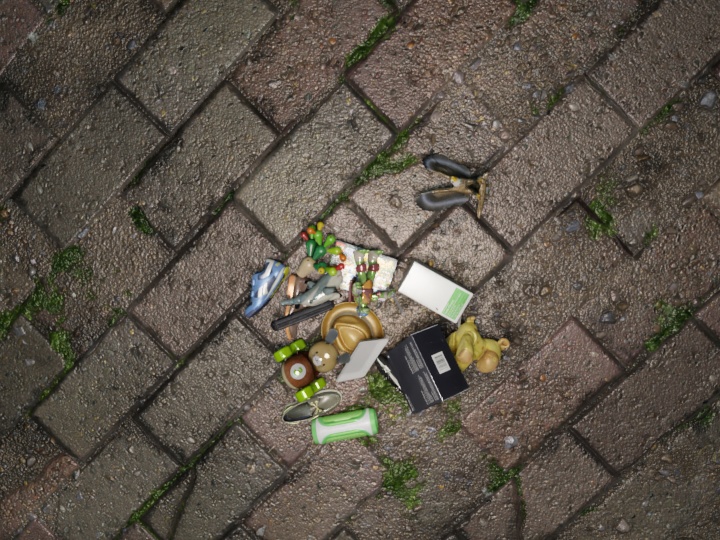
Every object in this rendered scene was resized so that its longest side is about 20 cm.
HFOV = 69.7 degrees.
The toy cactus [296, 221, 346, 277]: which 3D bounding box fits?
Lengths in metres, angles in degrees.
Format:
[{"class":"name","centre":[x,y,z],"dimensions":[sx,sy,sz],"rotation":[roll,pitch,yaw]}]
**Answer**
[{"class":"toy cactus","centre":[-0.134,-0.041,1.534],"dimensions":[0.165,0.102,0.200],"rotation":[-46,64,23]}]

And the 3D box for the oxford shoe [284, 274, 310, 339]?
[{"class":"oxford shoe","centre":[-0.191,0.116,1.587],"dimensions":[0.072,0.071,0.201],"rotation":[6,97,-2]}]

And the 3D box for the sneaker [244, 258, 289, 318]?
[{"class":"sneaker","centre":[-0.302,0.054,1.586],"dimensions":[0.082,0.074,0.201],"rotation":[34,90,1]}]

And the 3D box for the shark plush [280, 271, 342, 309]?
[{"class":"shark plush","centre":[-0.141,0.064,1.551],"dimensions":[0.199,0.091,0.084],"rotation":[-26,73,14]}]

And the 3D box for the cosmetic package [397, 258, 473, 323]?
[{"class":"cosmetic package","centre":[0.221,0.058,1.549],"dimensions":[0.199,0.085,0.108],"rotation":[28,100,-1]}]

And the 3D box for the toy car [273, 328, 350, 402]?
[{"class":"toy car","centre":[-0.125,0.264,1.534],"dimensions":[0.199,0.158,0.165],"rotation":[-32,84,24]}]

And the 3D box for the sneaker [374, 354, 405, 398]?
[{"class":"sneaker","centre":[0.130,0.320,1.603],"dimensions":[0.200,0.076,0.088],"rotation":[46,73,1]}]

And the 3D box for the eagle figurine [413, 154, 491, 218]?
[{"class":"eagle figurine","centre":[0.272,-0.250,1.506],"dimensions":[0.199,0.151,0.152],"rotation":[12,53,31]}]

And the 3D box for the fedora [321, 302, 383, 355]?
[{"class":"fedora","centre":[-0.028,0.196,1.578],"dimensions":[0.199,0.082,0.202],"rotation":[0,96,3]}]

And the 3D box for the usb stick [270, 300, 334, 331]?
[{"class":"usb stick","centre":[-0.172,0.134,1.543],"dimensions":[0.199,0.055,0.033],"rotation":[-20,91,-24]}]

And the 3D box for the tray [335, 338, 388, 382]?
[{"class":"tray","centre":[0.001,0.264,1.549],"dimensions":[0.107,0.022,0.200],"rotation":[-2,138,-33]}]

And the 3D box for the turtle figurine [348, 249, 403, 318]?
[{"class":"turtle figurine","centre":[0.041,0.038,1.480],"dimensions":[0.143,0.200,0.195],"rotation":[-1,88,-12]}]

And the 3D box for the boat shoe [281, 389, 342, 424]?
[{"class":"boat shoe","centre":[-0.153,0.432,1.624],"dimensions":[0.201,0.060,0.072],"rotation":[-20,95,5]}]

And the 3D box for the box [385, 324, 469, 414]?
[{"class":"box","centre":[0.187,0.287,1.492],"dimensions":[0.104,0.182,0.201],"rotation":[-15,72,-30]}]

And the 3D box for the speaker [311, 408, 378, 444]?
[{"class":"speaker","centre":[-0.048,0.485,1.612],"dimensions":[0.199,0.088,0.089],"rotation":[-12,96,5]}]

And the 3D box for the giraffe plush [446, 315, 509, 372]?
[{"class":"giraffe plush","centre":[0.347,0.243,1.547],"dimensions":[0.162,0.173,0.201],"rotation":[28,63,-10]}]

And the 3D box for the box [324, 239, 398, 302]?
[{"class":"box","centre":[0.000,0.000,1.577],"dimensions":[0.199,0.038,0.137],"rotation":[18,98,1]}]
